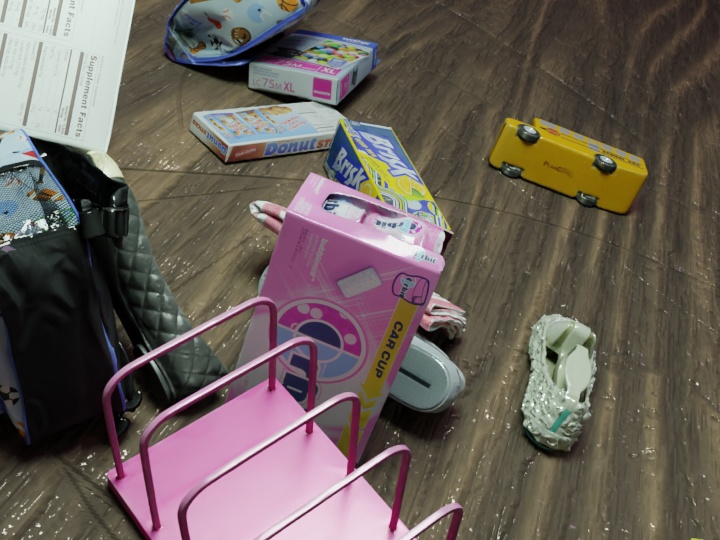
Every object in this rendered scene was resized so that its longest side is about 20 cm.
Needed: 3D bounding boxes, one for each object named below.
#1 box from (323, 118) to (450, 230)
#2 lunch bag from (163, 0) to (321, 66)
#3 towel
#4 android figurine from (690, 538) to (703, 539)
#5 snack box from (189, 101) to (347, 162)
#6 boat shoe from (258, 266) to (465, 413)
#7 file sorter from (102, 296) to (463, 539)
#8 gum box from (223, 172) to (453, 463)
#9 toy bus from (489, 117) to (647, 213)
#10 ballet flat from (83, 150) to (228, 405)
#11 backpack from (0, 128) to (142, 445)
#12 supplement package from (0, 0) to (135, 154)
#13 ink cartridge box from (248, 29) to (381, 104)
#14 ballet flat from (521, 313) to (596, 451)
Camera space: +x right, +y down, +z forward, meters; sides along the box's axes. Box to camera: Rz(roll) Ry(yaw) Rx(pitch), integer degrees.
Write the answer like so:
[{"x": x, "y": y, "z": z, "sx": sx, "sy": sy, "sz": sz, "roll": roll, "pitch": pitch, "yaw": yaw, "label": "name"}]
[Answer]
[{"x": 0.023, "y": -0.082, "z": 1.041, "sx": 0.070, "sy": 0.064, "sz": 0.200, "roll": 5, "pitch": 36, "yaw": -25, "label": "box"}, {"x": -0.136, "y": -0.336, "z": 1.213, "sx": 0.124, "sy": 0.200, "sz": 0.170, "roll": 56, "pitch": 30, "yaw": -16, "label": "lunch bag"}, {"x": 0.000, "y": 0.000, "z": 0.887, "sx": 0.200, "sy": 0.030, "sz": 0.146, "roll": 32, "pitch": 4, "yaw": 18, "label": "towel"}, {"x": 0.288, "y": 0.274, "z": 0.711, "sx": 0.199, "sy": 0.041, "sz": 0.182, "roll": 27, "pitch": 33, "yaw": 5, "label": "android figurine"}, {"x": -0.094, "y": -0.163, "z": 1.121, "sx": 0.200, "sy": 0.024, "sz": 0.072, "roll": -15, "pitch": 48, "yaw": -44, "label": "snack box"}, {"x": 0.000, "y": 0.060, "z": 0.835, "sx": 0.200, "sy": 0.074, "sz": 0.067, "roll": 36, "pitch": 8, "yaw": 20, "label": "boat shoe"}, {"x": -0.051, "y": 0.133, "z": 0.597, "sx": 0.139, "sy": 0.126, "sz": 0.200, "roll": -29, "pitch": 56, "yaw": -28, "label": "file sorter"}, {"x": -0.018, "y": 0.034, "z": 0.721, "sx": 0.113, "sy": 0.200, "sz": 0.066, "roll": 22, "pitch": 33, "yaw": 1, "label": "gum box"}, {"x": 0.270, "y": -0.143, "z": 1.275, "sx": 0.199, "sy": 0.065, "sz": 0.078, "roll": 20, "pitch": 32, "yaw": -4, "label": "toy bus"}, {"x": -0.161, "y": 0.005, "z": 0.730, "sx": 0.057, "sy": 0.066, "sz": 0.201, "roll": -25, "pitch": 98, "yaw": -32, "label": "ballet flat"}, {"x": -0.242, "y": 0.003, "z": 0.665, "sx": 0.154, "sy": 0.201, "sz": 0.191, "roll": -11, "pitch": 41, "yaw": -22, "label": "backpack"}, {"x": -0.259, "y": -0.158, "z": 0.811, "sx": 0.110, "sy": 0.156, "sz": 0.200, "roll": 11, "pitch": -10, "yaw": -17, "label": "supplement package"}, {"x": -0.053, "y": -0.271, "z": 1.267, "sx": 0.119, "sy": 0.042, "sz": 0.200, "roll": 13, "pitch": 29, "yaw": 13, "label": "ink cartridge box"}, {"x": 0.194, "y": 0.087, "z": 0.901, "sx": 0.072, "sy": 0.072, "sz": 0.200, "roll": 23, "pitch": 32, "yaw": 0, "label": "ballet flat"}]
